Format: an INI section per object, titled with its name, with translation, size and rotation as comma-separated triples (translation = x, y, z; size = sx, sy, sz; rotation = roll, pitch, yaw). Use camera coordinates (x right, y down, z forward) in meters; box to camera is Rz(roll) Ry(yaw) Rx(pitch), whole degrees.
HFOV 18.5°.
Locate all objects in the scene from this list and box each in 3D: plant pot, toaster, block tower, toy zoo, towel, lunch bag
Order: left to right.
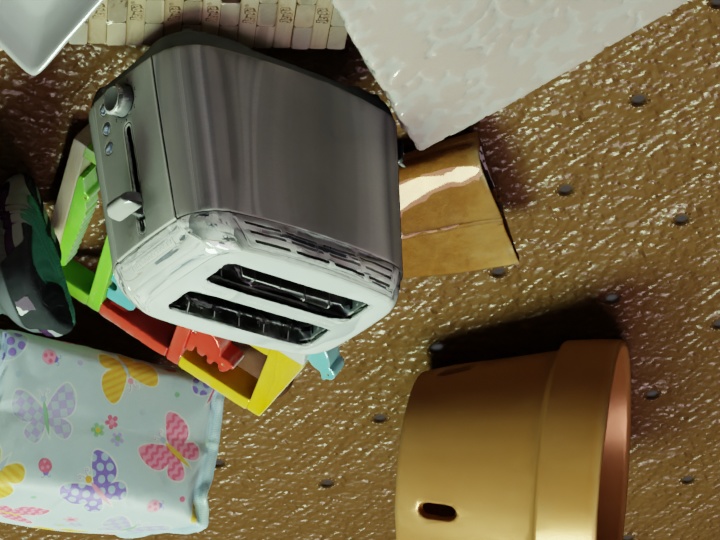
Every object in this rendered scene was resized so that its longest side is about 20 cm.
[lunch bag]
translation = -0.206, 0.108, 1.440
size = 0.169, 0.128, 0.200
rotation = 14, 163, -26
[toy zoo]
translation = -0.098, 0.010, 1.329
size = 0.200, 0.020, 0.131
rotation = 33, 138, 7
[block tower]
translation = -0.066, -0.156, 1.185
size = 0.199, 0.058, 0.054
rotation = 1, 141, -9
[toaster]
translation = -0.054, -0.036, 1.209
size = 0.200, 0.130, 0.114
rotation = 18, 145, -37
[plant pot]
translation = 0.105, 0.141, 1.498
size = 0.140, 0.201, 0.200
rotation = 4, 144, 13
[towel]
translation = 0.084, -0.156, 1.163
size = 0.191, 0.032, 0.200
rotation = -30, 155, 2

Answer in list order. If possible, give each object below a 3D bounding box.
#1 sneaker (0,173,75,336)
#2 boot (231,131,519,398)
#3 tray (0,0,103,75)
[sneaker]
translation = -0.214, 0.004, 1.252
size = 0.087, 0.200, 0.075
rotation = -21, 105, -4
[boot]
translation = 0.000, 0.000, 1.396
size = 0.199, 0.069, 0.189
rotation = -12, 129, 4
[tray]
translation = -0.140, -0.200, 1.101
size = 0.107, 0.022, 0.200
rotation = 46, 118, -1
